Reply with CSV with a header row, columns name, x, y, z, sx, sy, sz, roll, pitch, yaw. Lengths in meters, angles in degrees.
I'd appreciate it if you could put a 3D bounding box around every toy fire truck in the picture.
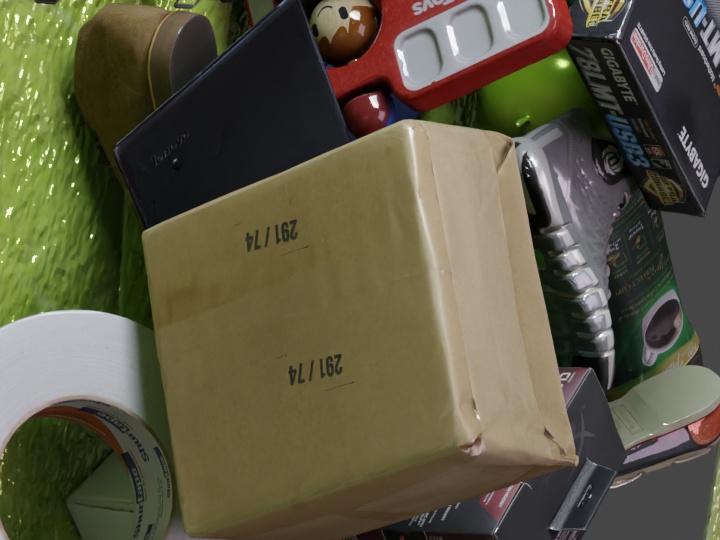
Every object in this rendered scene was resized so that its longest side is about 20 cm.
name,x,y,z,sx,sy,sz,roll,pitch,yaw
toy fire truck,0.022,-0.173,1.504,0.112,0.199,0.169,30,41,-57

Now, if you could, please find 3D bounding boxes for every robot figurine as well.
name,x,y,z,sx,sy,sz,roll,pitch,yaw
robot figurine,0.141,-0.150,1.726,0.175,0.116,0.200,33,40,-25

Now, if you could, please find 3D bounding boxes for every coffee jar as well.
name,x,y,z,sx,sy,sz,roll,pitch,yaw
coffee jar,0.195,0.021,1.854,0.104,0.085,0.201,-39,122,-36

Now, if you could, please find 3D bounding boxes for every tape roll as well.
name,x,y,z,sx,sy,sz,roll,pitch,yaw
tape roll,-0.162,0.126,1.341,0.200,0.066,0.201,6,75,-24

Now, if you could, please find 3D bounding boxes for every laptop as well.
name,x,y,z,sx,sy,sz,roll,pitch,yaw
laptop,-0.093,-0.031,1.461,0.116,0.200,0.187,45,49,0

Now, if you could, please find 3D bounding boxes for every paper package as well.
name,x,y,z,sx,sy,sz,roll,pitch,yaw
paper package,-0.003,0.037,1.296,0.103,0.200,0.191,12,63,-49

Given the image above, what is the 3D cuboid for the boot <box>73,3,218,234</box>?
name,x,y,z,sx,sy,sz,roll,pitch,yaw
boot,-0.125,-0.073,1.460,0.074,0.075,0.201,-50,147,-46

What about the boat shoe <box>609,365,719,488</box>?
name,x,y,z,sx,sy,sz,roll,pitch,yaw
boat shoe,0.180,0.133,1.804,0.199,0.071,0.063,-20,136,-12

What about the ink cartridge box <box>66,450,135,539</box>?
name,x,y,z,sx,sy,sz,roll,pitch,yaw
ink cartridge box,-0.079,0.180,1.507,0.147,0.083,0.201,-45,125,-42

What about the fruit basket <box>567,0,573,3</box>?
name,x,y,z,sx,sy,sz,roll,pitch,yaw
fruit basket,0.108,-0.295,1.632,0.156,0.215,0.216,-57,133,-34

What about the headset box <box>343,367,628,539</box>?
name,x,y,z,sx,sy,sz,roll,pitch,yaw
headset box,0.055,0.131,1.449,0.149,0.199,0.075,-55,131,-41

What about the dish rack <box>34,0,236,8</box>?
name,x,y,z,sx,sy,sz,roll,pitch,yaw
dish rack,-0.146,-0.217,1.373,0.200,0.055,0.154,-6,59,-51

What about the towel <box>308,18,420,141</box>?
name,x,y,z,sx,sy,sz,roll,pitch,yaw
towel,-0.007,-0.119,1.618,0.200,0.048,0.112,-50,130,-39

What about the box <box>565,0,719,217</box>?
name,x,y,z,sx,sy,sz,roll,pitch,yaw
box,0.211,-0.172,1.596,0.200,0.050,0.199,54,50,-48

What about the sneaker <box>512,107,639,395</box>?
name,x,y,z,sx,sy,sz,roll,pitch,yaw
sneaker,0.160,-0.018,1.636,0.115,0.075,0.201,-36,122,-32
